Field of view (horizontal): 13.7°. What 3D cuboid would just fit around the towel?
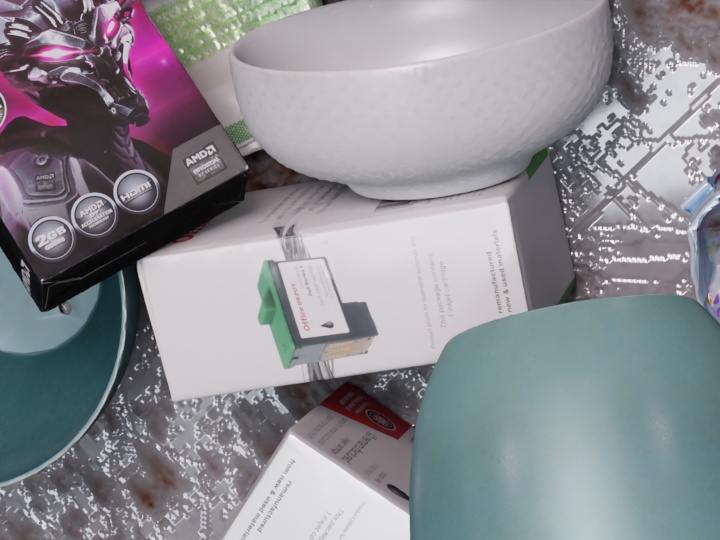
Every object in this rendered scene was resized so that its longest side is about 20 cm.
[{"bbox_3d":[-0.100,-0.154,1.641,0.149,0.031,0.201,-22,90,13],"label":"towel"}]

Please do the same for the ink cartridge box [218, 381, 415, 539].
[{"bbox_3d":[0.039,0.158,1.588,0.200,0.144,0.084,35,104,5],"label":"ink cartridge box"}]

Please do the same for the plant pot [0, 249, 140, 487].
[{"bbox_3d":[-0.203,0.009,1.627,0.199,0.135,0.201,2,98,13],"label":"plant pot"}]

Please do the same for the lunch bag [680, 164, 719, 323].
[{"bbox_3d":[0.255,0.012,1.506,0.200,0.170,0.127,41,105,5],"label":"lunch bag"}]

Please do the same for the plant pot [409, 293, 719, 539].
[{"bbox_3d":[0.112,0.102,1.419,0.200,0.201,0.162,-13,78,14],"label":"plant pot"}]

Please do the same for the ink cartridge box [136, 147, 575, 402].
[{"bbox_3d":[0.000,0.000,1.574,0.199,0.146,0.085,-9,101,15],"label":"ink cartridge box"}]

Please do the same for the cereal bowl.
[{"bbox_3d":[0.034,-0.088,1.531,0.199,0.200,0.084,-4,106,13],"label":"cereal bowl"}]

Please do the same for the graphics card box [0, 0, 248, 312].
[{"bbox_3d":[-0.160,-0.093,1.525,0.125,0.051,0.200,-28,76,-16],"label":"graphics card box"}]
